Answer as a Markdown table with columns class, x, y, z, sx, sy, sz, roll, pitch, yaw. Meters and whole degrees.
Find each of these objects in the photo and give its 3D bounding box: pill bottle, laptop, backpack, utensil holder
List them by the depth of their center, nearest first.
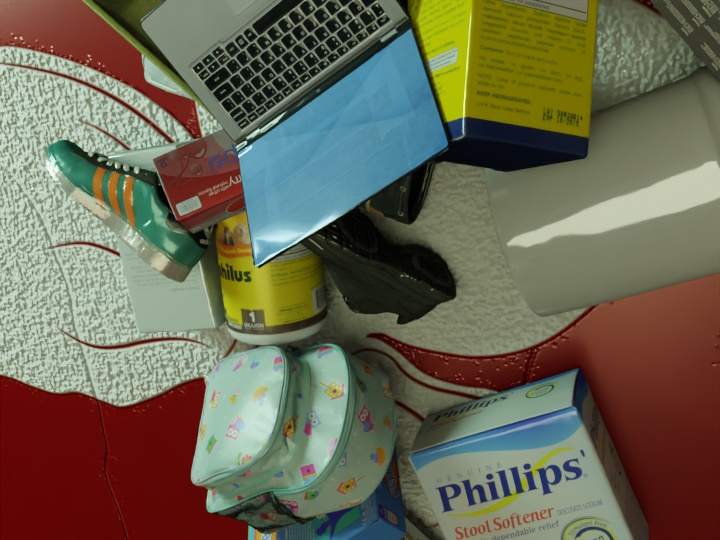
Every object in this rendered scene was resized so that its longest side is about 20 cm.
| class | x | y | z | sx | sy | sz | roll | pitch | yaw |
| --- | --- | --- | --- | --- | --- | --- | --- | --- | --- |
| laptop | -0.059 | -0.144 | 0.604 | 0.187 | 0.116 | 0.200 | -30 | 111 | 25 |
| utensil holder | 0.229 | -0.059 | 0.696 | 0.199 | 0.170 | 0.171 | -19 | 100 | 23 |
| backpack | -0.068 | 0.162 | 0.828 | 0.199 | 0.176 | 0.153 | -17 | 138 | 29 |
| pill bottle | -0.096 | -0.032 | 0.836 | 0.109 | 0.109 | 0.201 | 0 | 105 | 17 |

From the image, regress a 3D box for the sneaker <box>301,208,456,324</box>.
| class | x | y | z | sx | sy | sz | roll | pitch | yaw |
| --- | --- | --- | --- | --- | --- | --- | --- | --- | --- |
| sneaker | 0.000 | 0.000 | 0.806 | 0.200 | 0.076 | 0.091 | 30 | 125 | -23 |

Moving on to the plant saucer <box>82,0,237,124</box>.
| class | x | y | z | sx | sy | sz | roll | pitch | yaw |
| --- | --- | --- | --- | --- | --- | --- | --- | --- | --- |
| plant saucer | -0.127 | -0.245 | 0.764 | 0.200 | 0.200 | 0.048 | 42 | 158 | 8 |

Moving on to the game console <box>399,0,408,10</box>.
| class | x | y | z | sx | sy | sz | roll | pitch | yaw |
| --- | --- | --- | --- | --- | --- | --- | --- | --- | --- |
| game console | 0.007 | -0.299 | 0.680 | 0.170 | 0.118 | 0.201 | -6 | 122 | 28 |

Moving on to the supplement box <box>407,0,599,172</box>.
| class | x | y | z | sx | sy | sz | roll | pitch | yaw |
| --- | --- | --- | --- | --- | --- | --- | --- | --- | --- |
| supplement box | 0.103 | -0.185 | 0.610 | 0.108 | 0.109 | 0.201 | 5 | 89 | -24 |

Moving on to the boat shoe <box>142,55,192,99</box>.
| class | x | y | z | sx | sy | sz | roll | pitch | yaw |
| --- | --- | --- | --- | --- | --- | --- | --- | --- | --- |
| boat shoe | -0.135 | -0.191 | 0.831 | 0.200 | 0.070 | 0.072 | 23 | 129 | 10 |

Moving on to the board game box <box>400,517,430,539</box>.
| class | x | y | z | sx | sy | sz | roll | pitch | yaw |
| --- | --- | --- | --- | --- | --- | --- | --- | --- | --- |
| board game box | 0.051 | 0.382 | 0.890 | 0.200 | 0.148 | 0.064 | 44 | 142 | 1 |

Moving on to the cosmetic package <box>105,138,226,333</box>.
| class | x | y | z | sx | sy | sz | roll | pitch | yaw |
| --- | --- | --- | --- | --- | --- | --- | --- | --- | --- |
| cosmetic package | -0.207 | -0.037 | 0.890 | 0.101 | 0.071 | 0.201 | -4 | 104 | 19 |

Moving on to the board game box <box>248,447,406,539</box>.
| class | x | y | z | sx | sy | sz | roll | pitch | yaw |
| --- | --- | --- | --- | --- | --- | --- | --- | --- | --- |
| board game box | -0.043 | 0.261 | 0.885 | 0.200 | 0.152 | 0.045 | -38 | 123 | 24 |

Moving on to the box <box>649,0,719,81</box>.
| class | x | y | z | sx | sy | sz | roll | pitch | yaw |
| --- | --- | --- | --- | --- | --- | --- | --- | --- | --- |
| box | 0.306 | -0.200 | 0.632 | 0.200 | 0.158 | 0.050 | 48 | 136 | -1 |

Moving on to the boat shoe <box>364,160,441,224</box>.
| class | x | y | z | sx | sy | sz | roll | pitch | yaw |
| --- | --- | --- | --- | --- | --- | --- | --- | --- | --- |
| boat shoe | 0.064 | -0.132 | 0.774 | 0.062 | 0.075 | 0.201 | 35 | 120 | 19 |

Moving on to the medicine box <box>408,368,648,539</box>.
| class | x | y | z | sx | sy | sz | roll | pitch | yaw |
| --- | --- | --- | --- | --- | --- | --- | --- | --- | --- |
| medicine box | 0.176 | 0.230 | 0.833 | 0.182 | 0.103 | 0.201 | -22 | 99 | 22 |

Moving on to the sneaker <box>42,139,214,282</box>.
| class | x | y | z | sx | sy | sz | roll | pitch | yaw |
| --- | --- | --- | --- | --- | --- | --- | --- | --- | --- |
| sneaker | -0.229 | -0.079 | 0.815 | 0.200 | 0.071 | 0.080 | 39 | 96 | 8 |

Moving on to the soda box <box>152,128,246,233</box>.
| class | x | y | z | sx | sy | sz | roll | pitch | yaw |
| --- | --- | --- | --- | --- | --- | --- | --- | --- | --- |
| soda box | -0.081 | -0.105 | 0.737 | 0.199 | 0.070 | 0.064 | -23 | 83 | -2 |
